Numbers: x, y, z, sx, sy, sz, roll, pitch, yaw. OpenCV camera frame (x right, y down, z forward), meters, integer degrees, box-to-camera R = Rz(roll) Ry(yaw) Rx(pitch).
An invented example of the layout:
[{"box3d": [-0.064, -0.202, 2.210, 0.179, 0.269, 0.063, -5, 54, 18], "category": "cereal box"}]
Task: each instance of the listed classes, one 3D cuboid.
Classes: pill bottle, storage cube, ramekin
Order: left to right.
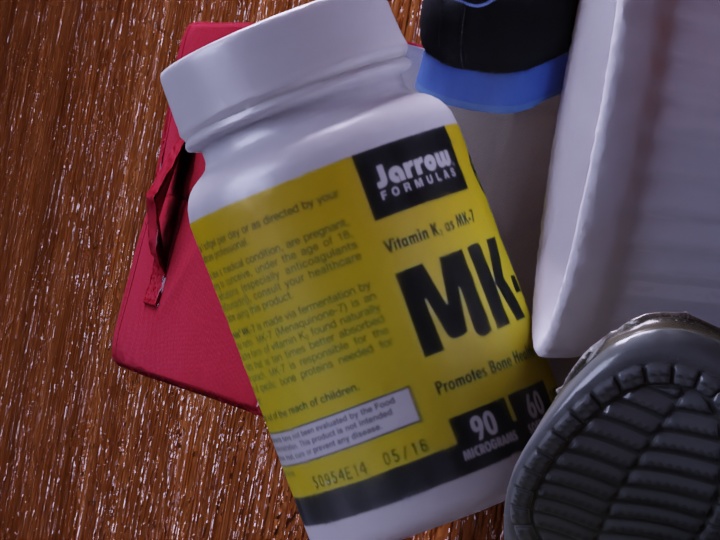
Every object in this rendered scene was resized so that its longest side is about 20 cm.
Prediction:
[{"box3d": [0.000, 0.000, 1.068, 0.201, 0.114, 0.114, 69, 158, 0], "category": "pill bottle"}, {"box3d": [0.014, -0.012, 1.241, 0.180, 0.199, 0.172, 12, 89, 65], "category": "storage cube"}, {"box3d": [0.128, -0.059, 1.008, 0.200, 0.097, 0.201, -171, 90, -90], "category": "ramekin"}]

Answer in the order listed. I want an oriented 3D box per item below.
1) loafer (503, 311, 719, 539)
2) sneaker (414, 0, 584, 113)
[{"box3d": [0.084, 0.075, 0.931, 0.200, 0.075, 0.070, 109, 177, -48], "category": "loafer"}, {"box3d": [0.088, -0.127, 1.151, 0.200, 0.070, 0.078, -34, -42, -56], "category": "sneaker"}]
